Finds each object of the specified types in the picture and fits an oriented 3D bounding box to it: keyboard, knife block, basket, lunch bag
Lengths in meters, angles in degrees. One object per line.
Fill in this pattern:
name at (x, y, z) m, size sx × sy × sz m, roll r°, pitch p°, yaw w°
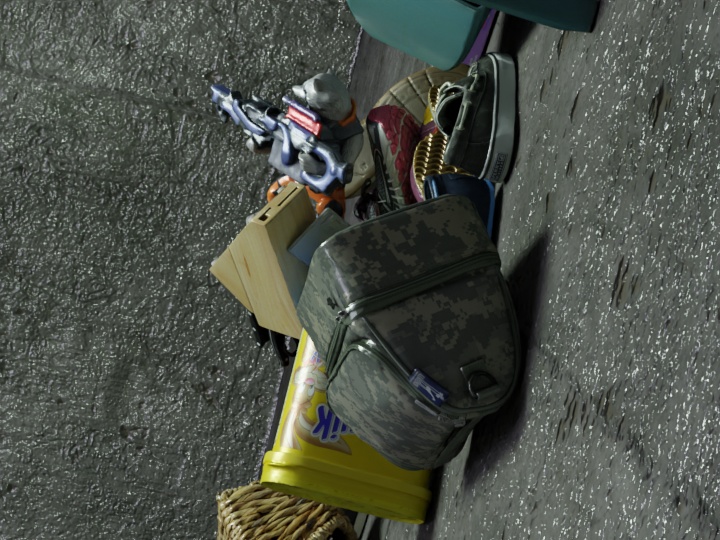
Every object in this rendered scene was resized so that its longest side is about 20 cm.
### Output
keyboard at (0.000, 0.000, 1.794) m, size 0.056 × 0.200 × 0.011 m, roll -41°, pitch 52°, yaw 8°
knife block at (-0.055, 0.024, 1.794) m, size 0.064 × 0.176 × 0.200 m, roll -47°, pitch 2°, yaw -31°
basket at (-0.062, 0.326, 1.888) m, size 0.149 × 0.142 × 0.200 m, roll -119°, pitch 24°, yaw -46°
lunch bag at (0.044, 0.056, 1.401) m, size 0.168 × 0.139 × 0.200 m, roll 64°, pitch 163°, yaw 14°

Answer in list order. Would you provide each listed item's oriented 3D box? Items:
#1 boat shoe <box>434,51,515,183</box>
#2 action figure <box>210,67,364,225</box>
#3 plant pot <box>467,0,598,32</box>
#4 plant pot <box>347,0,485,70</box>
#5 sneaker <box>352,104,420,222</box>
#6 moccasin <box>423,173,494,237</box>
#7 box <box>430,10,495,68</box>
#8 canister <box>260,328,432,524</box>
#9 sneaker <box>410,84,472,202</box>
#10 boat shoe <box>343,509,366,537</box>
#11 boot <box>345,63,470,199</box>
boat shoe at (0.101, -0.147, 1.643) m, size 0.200 × 0.064 × 0.071 m, roll -86°, pitch 10°, yaw -61°
action figure at (-0.058, -0.116, 1.797) m, size 0.200 × 0.104 × 0.194 m, roll 41°, pitch 134°, yaw 31°
plant pot at (0.085, -0.275, 1.398) m, size 0.141 × 0.199 × 0.142 m, roll -117°, pitch 40°, yaw -80°
plant pot at (0.071, -0.281, 1.714) m, size 0.141 × 0.141 × 0.200 m, roll -62°, pitch -8°, yaw -18°
sneaker at (0.028, -0.072, 1.809) m, size 0.081 × 0.074 × 0.200 m, roll -65°, pitch -27°, yaw -47°
moccasin at (0.070, 0.009, 1.570) m, size 0.081 × 0.068 × 0.200 m, roll 113°, pitch 166°, yaw -56°
box at (0.115, -0.276, 1.932) m, size 0.137 × 0.039 × 0.200 m, roll -83°, pitch 8°, yaw -48°
canister at (0.006, 0.107, 1.611) m, size 0.087 × 0.148 × 0.200 m, roll 127°, pitch 157°, yaw -76°
sneaker at (0.084, -0.093, 1.718) m, size 0.200 × 0.075 × 0.090 m, roll -75°, pitch -8°, yaw -55°
boat shoe at (-0.011, 0.200, 1.987) m, size 0.072 × 0.067 × 0.200 m, roll -88°, pitch 14°, yaw -68°
boot at (0.063, -0.140, 1.898) m, size 0.200 × 0.072 × 0.155 m, roll -37°, pitch -15°, yaw 19°
